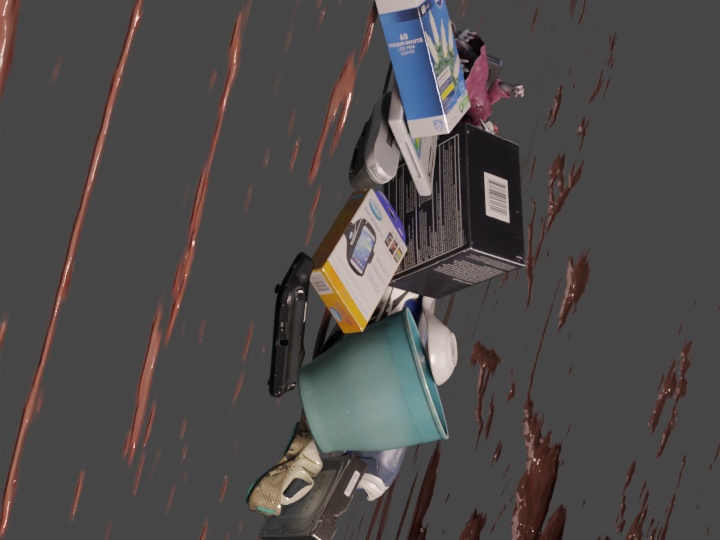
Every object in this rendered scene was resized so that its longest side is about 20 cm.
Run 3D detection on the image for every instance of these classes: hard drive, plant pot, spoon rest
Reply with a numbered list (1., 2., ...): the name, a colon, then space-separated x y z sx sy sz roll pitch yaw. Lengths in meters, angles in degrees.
1. hard drive: -0.076 0.357 1.592 0.200 0.038 0.141 -27 -150 60
2. plant pot: 0.013 0.179 1.528 0.200 0.186 0.202 -19 90 -84
3. spoon rest: 0.125 0.091 1.647 0.100 0.060 0.201 68 25 -45

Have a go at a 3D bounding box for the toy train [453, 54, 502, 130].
1. toy train: 0.185 -0.286 1.823 0.114 0.086 0.202 139 -32 -76

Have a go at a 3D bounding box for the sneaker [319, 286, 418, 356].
1. sneaker: 0.017 0.089 1.620 0.200 0.088 0.074 -50 -166 -4

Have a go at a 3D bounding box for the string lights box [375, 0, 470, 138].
1. string lights box: 0.082 -0.288 1.355 0.103 0.058 0.202 -53 132 -53

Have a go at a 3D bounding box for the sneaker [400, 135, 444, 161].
1. sneaker: 0.117 -0.222 1.736 0.201 0.075 0.114 -57 164 -35

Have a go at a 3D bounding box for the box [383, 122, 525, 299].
1. box: 0.139 -0.085 1.570 0.122 0.198 0.202 15 66 -36

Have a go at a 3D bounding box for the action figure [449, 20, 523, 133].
1. action figure: 0.171 -0.277 1.659 0.134 0.149 0.201 -45 144 -11

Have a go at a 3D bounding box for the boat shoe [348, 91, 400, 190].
1. boat shoe: 0.024 -0.183 1.442 0.056 0.069 0.201 -28 -153 30

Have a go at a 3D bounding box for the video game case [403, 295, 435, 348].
1. video game case: 0.091 0.085 1.779 0.182 0.045 0.201 89 16 -49

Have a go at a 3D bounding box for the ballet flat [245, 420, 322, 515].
1. ballet flat: -0.101 0.304 1.559 0.200 0.075 0.068 -51 156 -57

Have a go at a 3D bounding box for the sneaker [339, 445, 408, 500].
1. sneaker: -0.020 0.277 1.655 0.080 0.199 0.148 18 101 -55

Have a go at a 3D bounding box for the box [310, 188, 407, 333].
1. box: 0.000 -0.023 1.479 0.120 0.041 0.201 58 41 -28

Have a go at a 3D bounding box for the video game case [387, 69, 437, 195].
1. video game case: 0.080 -0.239 1.467 0.183 0.022 0.202 60 33 -56

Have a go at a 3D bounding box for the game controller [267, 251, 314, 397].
1. game controller: -0.094 0.074 1.376 0.105 0.042 0.202 -77 177 -51
